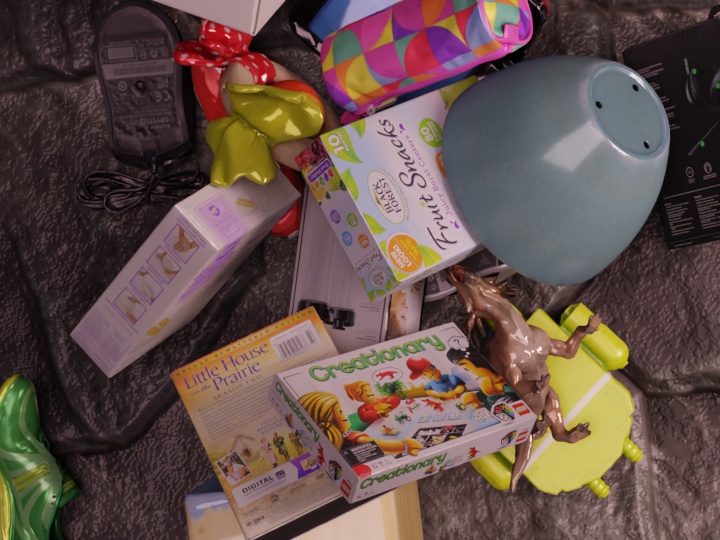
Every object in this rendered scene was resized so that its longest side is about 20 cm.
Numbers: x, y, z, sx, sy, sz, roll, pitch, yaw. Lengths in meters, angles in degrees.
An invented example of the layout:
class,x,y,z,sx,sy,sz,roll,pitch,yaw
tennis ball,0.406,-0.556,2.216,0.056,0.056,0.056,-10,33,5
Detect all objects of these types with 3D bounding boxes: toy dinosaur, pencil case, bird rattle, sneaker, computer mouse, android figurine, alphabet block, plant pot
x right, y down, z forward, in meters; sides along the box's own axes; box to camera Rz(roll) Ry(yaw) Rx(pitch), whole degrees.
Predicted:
class,x,y,z,sx,sy,sz,roll,pitch,yaw
toy dinosaur,0.136,0.088,1.640,0.135,0.085,0.202,22,121,44
pencil case,0.056,-0.199,1.619,0.199,0.088,0.089,-22,88,38
bird rattle,-0.088,-0.146,1.642,0.162,0.201,0.113,25,113,-34
sneaker,-0.309,0.195,1.756,0.083,0.074,0.202,-3,101,11
computer mouse,0.121,-0.025,1.693,0.198,0.044,0.111,-18,75,14
computer mouse,-0.206,-0.157,1.741,0.137,0.053,0.202,1,103,10
android figurine,0.171,0.122,1.695,0.200,0.041,0.182,41,96,8
sneaker,-0.099,-0.124,1.705,0.076,0.085,0.201,-27,88,8
alphabet block,-0.041,0.281,1.655,0.193,0.196,0.203,-5,91,10
plant pot,0.188,-0.106,1.575,0.135,0.199,0.201,-36,86,47

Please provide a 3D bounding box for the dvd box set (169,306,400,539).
class,x,y,z,sx,sy,sz,roll,pitch,yaw
dvd box set,-0.066,0.135,1.581,0.145,0.030,0.201,-25,50,-8

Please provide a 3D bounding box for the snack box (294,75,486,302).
class,x,y,z,sx,sy,sz,roll,pitch,yaw
snack box,0.057,-0.074,1.590,0.053,0.199,0.143,-38,79,50

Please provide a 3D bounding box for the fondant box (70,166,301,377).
class,x,y,z,sx,sy,sz,roll,pitch,yaw
fondant box,-0.158,-0.005,1.650,0.058,0.144,0.200,46,127,5

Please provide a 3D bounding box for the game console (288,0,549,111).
class,x,y,z,sx,sy,sz,roll,pitch,yaw
game console,0.049,-0.234,1.668,0.200,0.172,0.119,42,70,5

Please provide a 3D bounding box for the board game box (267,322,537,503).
class,x,y,z,sx,sy,sz,roll,pitch,yaw
board game box,0.037,0.117,1.545,0.126,0.199,0.035,48,135,32

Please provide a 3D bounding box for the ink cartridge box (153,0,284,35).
class,x,y,z,sx,sy,sz,roll,pitch,yaw
ink cartridge box,-0.117,-0.307,1.636,0.145,0.200,0.083,20,128,10

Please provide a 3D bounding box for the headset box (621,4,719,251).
class,x,y,z,sx,sy,sz,roll,pitch,yaw
headset box,0.333,-0.134,1.592,0.092,0.174,0.202,-14,89,-34

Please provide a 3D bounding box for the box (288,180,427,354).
class,x,y,z,sx,sy,sz,roll,pitch,yaw
box,0.000,0.000,1.678,0.116,0.060,0.203,5,87,36
